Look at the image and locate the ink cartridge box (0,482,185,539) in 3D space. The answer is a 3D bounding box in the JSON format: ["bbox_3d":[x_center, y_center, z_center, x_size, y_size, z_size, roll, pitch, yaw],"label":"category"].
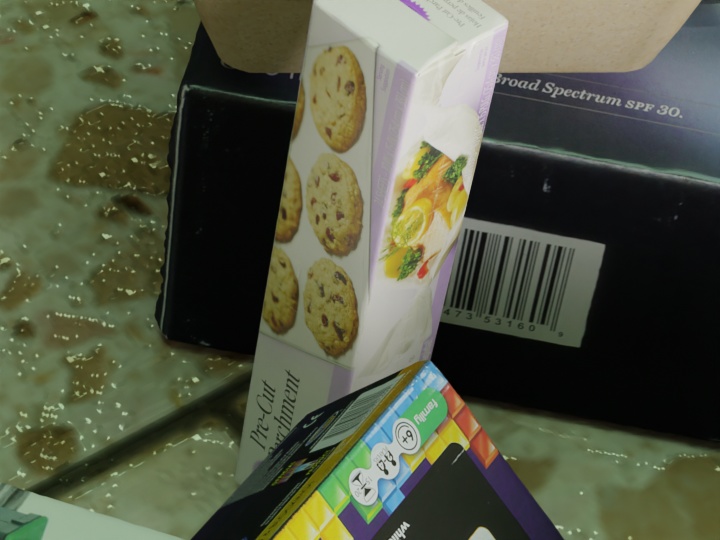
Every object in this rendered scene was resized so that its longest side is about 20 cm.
[{"bbox_3d":[-0.136,0.126,0.667,0.200,0.084,0.146,15,49,6],"label":"ink cartridge box"}]

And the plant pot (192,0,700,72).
[{"bbox_3d":[0.025,-0.165,0.727,0.199,0.177,0.200,-1,47,-5],"label":"plant pot"}]

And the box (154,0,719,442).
[{"bbox_3d":[0.049,-0.069,0.848,0.200,0.123,0.199,10,46,1],"label":"box"}]

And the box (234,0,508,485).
[{"bbox_3d":[0.000,0.000,0.723,0.039,0.200,0.041,-31,59,-34],"label":"box"}]

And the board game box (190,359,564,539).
[{"bbox_3d":[0.002,0.144,0.618,0.165,0.057,0.200,55,43,-9],"label":"board game box"}]
